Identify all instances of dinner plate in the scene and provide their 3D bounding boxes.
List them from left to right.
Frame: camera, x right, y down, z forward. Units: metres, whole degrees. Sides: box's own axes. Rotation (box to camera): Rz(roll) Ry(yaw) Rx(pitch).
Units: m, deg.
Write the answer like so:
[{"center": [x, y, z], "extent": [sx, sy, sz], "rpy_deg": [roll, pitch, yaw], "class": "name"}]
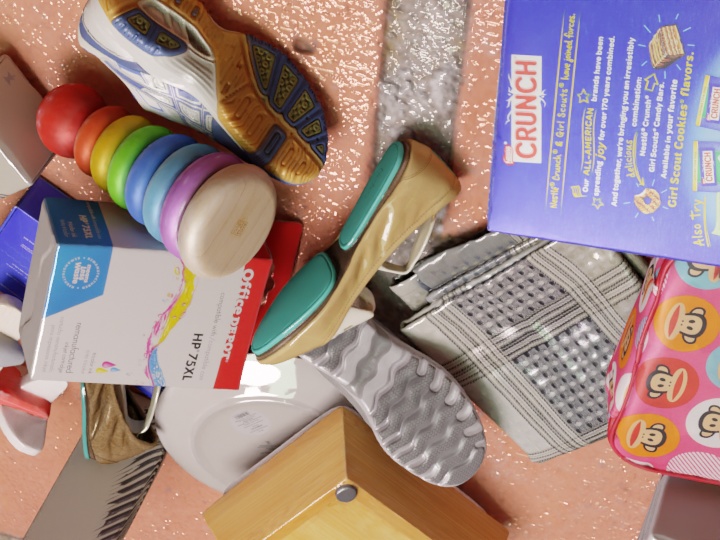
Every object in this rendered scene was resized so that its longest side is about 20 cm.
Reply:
[{"center": [-0.068, 0.137, 1.558], "extent": [0.198, 0.024, 0.201], "rpy_deg": [4, 137, 4], "class": "dinner plate"}]

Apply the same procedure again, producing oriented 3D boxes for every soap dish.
[{"center": [-0.002, 0.212, 1.538], "extent": [0.157, 0.081, 0.200], "rpy_deg": [-38, 122, 23], "class": "soap dish"}]

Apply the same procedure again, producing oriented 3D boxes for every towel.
[{"center": [0.140, 0.046, 1.414], "extent": [0.192, 0.035, 0.200], "rpy_deg": [-27, 113, 38], "class": "towel"}]

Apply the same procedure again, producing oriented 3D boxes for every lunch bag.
[{"center": [0.268, 0.056, 1.325], "extent": [0.175, 0.082, 0.201], "rpy_deg": [12, 126, -2], "class": "lunch bag"}]

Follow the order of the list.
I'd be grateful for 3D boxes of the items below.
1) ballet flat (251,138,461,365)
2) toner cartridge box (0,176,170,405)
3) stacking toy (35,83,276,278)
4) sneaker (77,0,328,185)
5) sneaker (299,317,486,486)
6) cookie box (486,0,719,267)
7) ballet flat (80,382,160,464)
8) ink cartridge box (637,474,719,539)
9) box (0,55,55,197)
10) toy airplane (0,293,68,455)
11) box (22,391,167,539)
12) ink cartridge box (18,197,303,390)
[{"center": [0.000, 0.000, 1.378], "extent": [0.063, 0.069, 0.200], "rpy_deg": [30, 110, -22], "class": "ballet flat"}, {"center": [-0.199, 0.021, 1.535], "extent": [0.199, 0.043, 0.095], "rpy_deg": [36, 134, -8], "class": "toner cartridge box"}, {"center": [-0.153, -0.077, 1.370], "extent": [0.200, 0.085, 0.086], "rpy_deg": [34, 140, 30], "class": "stacking toy"}, {"center": [-0.109, -0.131, 1.361], "extent": [0.200, 0.075, 0.088], "rpy_deg": [43, 149, -12], "class": "sneaker"}, {"center": [0.020, 0.077, 1.465], "extent": [0.075, 0.082, 0.200], "rpy_deg": [-43, 95, 5], "class": "sneaker"}, {"center": [0.187, -0.100, 1.208], "extent": [0.199, 0.075, 0.172], "rpy_deg": [10, 111, 15], "class": "cookie box"}, {"center": [-0.191, 0.071, 1.505], "extent": [0.072, 0.068, 0.201], "rpy_deg": [-5, 127, 1], "class": "ballet flat"}, {"center": [0.243, 0.222, 1.441], "extent": [0.083, 0.145, 0.201], "rpy_deg": [19, 133, 8], "class": "ink cartridge box"}, {"center": [-0.324, -0.084, 1.472], "extent": [0.199, 0.069, 0.082], "rpy_deg": [-20, 118, 36], "class": "box"}, {"center": [-0.342, 0.093, 1.590], "extent": [0.198, 0.141, 0.201], "rpy_deg": [4, 129, 20], "class": "toy airplane"}, {"center": [-0.218, 0.194, 1.580], "extent": [0.068, 0.201, 0.082], "rpy_deg": [24, 136, 0], "class": "box"}, {"center": [-0.138, 0.019, 1.413], "extent": [0.199, 0.067, 0.117], "rpy_deg": [4, 120, -22], "class": "ink cartridge box"}]
